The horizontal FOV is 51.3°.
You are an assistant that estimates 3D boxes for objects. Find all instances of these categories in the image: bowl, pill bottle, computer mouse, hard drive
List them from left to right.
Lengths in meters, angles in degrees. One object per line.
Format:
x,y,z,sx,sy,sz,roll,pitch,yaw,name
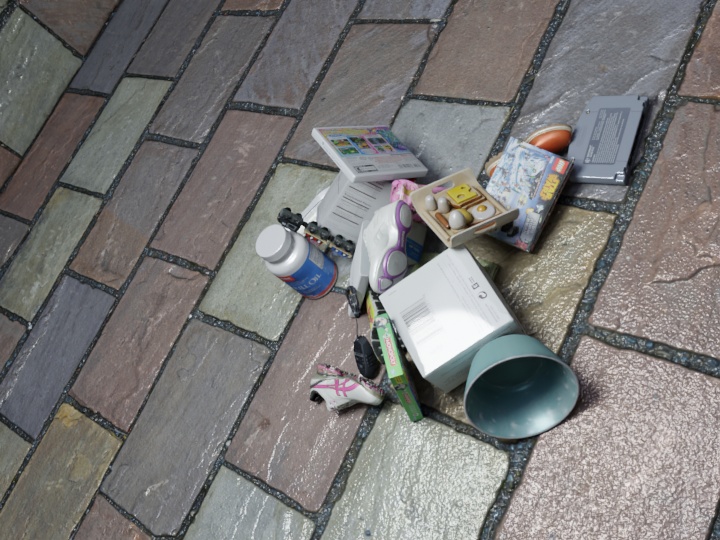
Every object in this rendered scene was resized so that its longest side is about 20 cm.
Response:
-0.149,-0.022,1.715,0.112,0.200,0.112,-17,56,27,pill bottle
0.000,0.000,1.619,0.027,0.200,0.132,6,61,-5,hard drive
0.003,0.128,1.574,0.059,0.034,0.200,-171,70,-68,computer mouse
0.274,0.192,1.326,0.201,0.201,0.105,-30,31,17,bowl

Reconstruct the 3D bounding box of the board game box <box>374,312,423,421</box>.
0.075,0.189,1.439,0.029,0.200,0.135,-18,54,4,board game box

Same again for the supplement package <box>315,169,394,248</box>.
-0.008,-0.163,1.693,0.200,0.109,0.114,-54,22,34,supplement package

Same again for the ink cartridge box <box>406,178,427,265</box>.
0.092,-0.110,1.668,0.116,0.067,0.200,-13,56,51,ink cartridge box

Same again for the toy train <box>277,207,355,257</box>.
-0.096,-0.079,1.666,0.046,0.200,0.034,-49,25,33,toy train

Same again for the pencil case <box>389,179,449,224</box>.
0.159,-0.139,1.580,0.200,0.083,0.087,7,72,-12,pencil case

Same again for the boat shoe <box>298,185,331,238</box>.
-0.104,-0.128,1.845,0.200,0.071,0.070,-43,75,1,boat shoe

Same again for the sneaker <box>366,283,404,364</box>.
0.052,0.103,1.599,0.078,0.090,0.200,-1,76,-9,sneaker

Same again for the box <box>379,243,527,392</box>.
0.178,0.091,1.434,0.200,0.131,0.199,-35,59,9,box

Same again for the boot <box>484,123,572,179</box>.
0.364,-0.222,1.567,0.200,0.075,0.107,-33,52,28,boot

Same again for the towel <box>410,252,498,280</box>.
0.181,0.032,1.566,0.200,0.036,0.149,10,69,38,towel

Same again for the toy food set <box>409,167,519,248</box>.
0.198,-0.130,1.455,0.143,0.060,0.200,-24,37,-7,toy food set

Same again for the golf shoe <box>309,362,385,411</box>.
-0.028,0.257,1.561,0.200,0.073,0.092,9,76,48,golf shoe

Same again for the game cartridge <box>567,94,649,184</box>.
0.497,-0.265,1.522,0.133,0.040,0.200,11,71,34,game cartridge

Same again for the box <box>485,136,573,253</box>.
0.325,-0.152,1.516,0.137,0.040,0.200,27,93,20,box

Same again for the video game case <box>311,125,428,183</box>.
0.021,-0.256,1.625,0.182,0.200,0.024,52,137,35,video game case

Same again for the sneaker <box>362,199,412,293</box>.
0.046,-0.043,1.497,0.100,0.075,0.200,-10,56,42,sneaker
